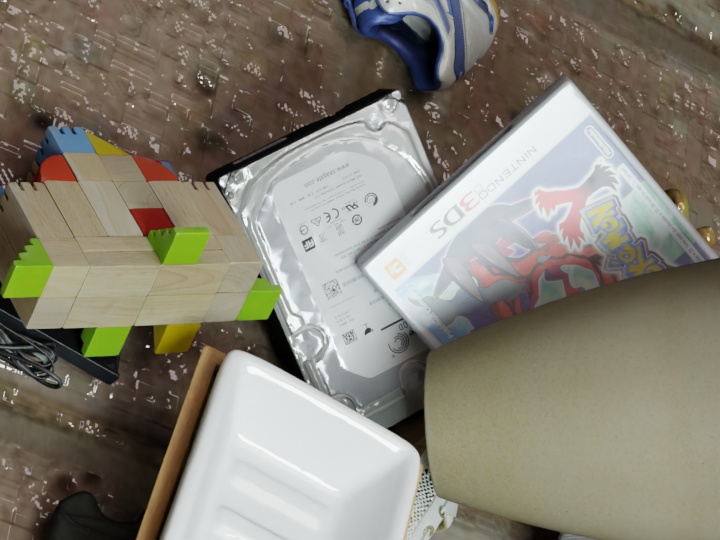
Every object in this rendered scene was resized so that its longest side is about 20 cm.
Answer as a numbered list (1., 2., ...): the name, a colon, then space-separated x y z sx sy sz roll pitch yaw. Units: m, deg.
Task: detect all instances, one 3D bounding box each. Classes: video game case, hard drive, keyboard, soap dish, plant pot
1. video game case: 0.127 0.007 1.563 0.182 0.023 0.200 -42 108 3
2. hard drive: 0.000 0.000 1.570 0.139 0.038 0.201 -26 104 -16
3. keyboard: -0.236 0.013 1.463 0.199 0.040 0.104 31 32 -21
4. soap dish: -0.056 0.159 1.412 0.157 0.081 0.201 29 44 -12
5. plant pot: 0.143 0.089 1.497 0.198 0.188 0.189 -3 66 9

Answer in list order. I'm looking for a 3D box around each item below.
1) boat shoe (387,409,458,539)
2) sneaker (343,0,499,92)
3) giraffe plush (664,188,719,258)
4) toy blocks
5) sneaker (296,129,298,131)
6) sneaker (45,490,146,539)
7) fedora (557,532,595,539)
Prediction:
1. boat shoe: 0.034 0.144 1.580 0.070 0.070 0.200 60 44 -23
2. sneaker: 0.015 -0.215 1.706 0.200 0.075 0.088 45 52 -12
3. giraffe plush: 0.183 0.038 1.666 0.173 0.162 0.200 49 51 -9
4. toy blocks: -0.159 -0.031 1.485 0.199 0.100 0.137 -2 44 -38
5. sneaker: 0.020 -0.043 1.629 0.199 0.082 0.078 16 56 -30
6. sneaker: -0.103 0.186 1.456 0.199 0.076 0.091 21 54 -30
7. fedora: 0.171 0.199 1.615 0.090 0.177 0.201 25 66 9
